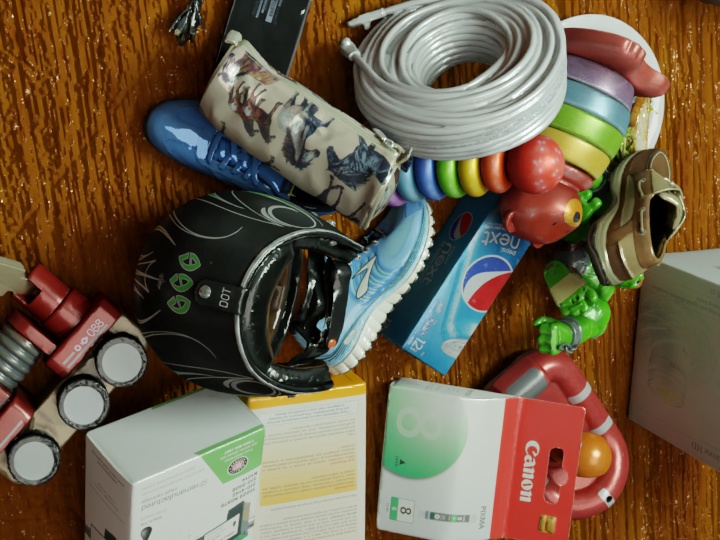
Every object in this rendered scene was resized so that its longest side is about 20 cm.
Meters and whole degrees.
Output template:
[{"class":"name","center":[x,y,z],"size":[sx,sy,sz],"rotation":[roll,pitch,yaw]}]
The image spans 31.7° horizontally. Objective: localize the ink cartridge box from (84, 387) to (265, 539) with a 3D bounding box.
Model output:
[{"class":"ink cartridge box","center":[-0.174,0.222,1.175],"size":[0.146,0.084,0.201],"rotation":[-20,132,-35]}]

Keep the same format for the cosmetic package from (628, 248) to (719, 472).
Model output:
[{"class":"cosmetic package","center":[0.402,0.097,1.380],"size":[0.122,0.199,0.201],"rotation":[-5,106,-23]}]

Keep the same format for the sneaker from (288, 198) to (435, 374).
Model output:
[{"class":"sneaker","center":[0.000,0.000,1.248],"size":[0.090,0.078,0.200],"rotation":[33,83,-15]}]

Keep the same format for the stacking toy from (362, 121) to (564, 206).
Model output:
[{"class":"stacking toy","center":[0.095,-0.099,1.191],"size":[0.085,0.199,0.086],"rotation":[3,90,-65]}]

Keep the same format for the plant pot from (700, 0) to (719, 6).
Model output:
[{"class":"plant pot","center":[0.414,-0.372,1.273],"size":[0.200,0.200,0.199],"rotation":[-10,115,-21]}]

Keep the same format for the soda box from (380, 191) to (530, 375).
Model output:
[{"class":"soda box","center":[0.104,0.001,1.297],"size":[0.064,0.068,0.200],"rotation":[33,89,-27]}]

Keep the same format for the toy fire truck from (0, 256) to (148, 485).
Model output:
[{"class":"toy fire truck","center":[-0.308,0.069,1.116],"size":[0.200,0.129,0.176],"rotation":[43,85,-15]}]

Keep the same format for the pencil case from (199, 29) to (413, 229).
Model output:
[{"class":"pencil case","center":[-0.052,-0.126,1.126],"size":[0.200,0.078,0.090],"rotation":[35,113,1]}]

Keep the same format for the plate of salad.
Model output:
[{"class":"plate of salad","center":[0.239,-0.164,1.324],"size":[0.199,0.048,0.201],"rotation":[-7,107,-22]}]

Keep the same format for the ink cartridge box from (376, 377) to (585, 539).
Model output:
[{"class":"ink cartridge box","center":[0.121,0.205,1.312],"size":[0.199,0.050,0.162],"rotation":[9,103,16]}]

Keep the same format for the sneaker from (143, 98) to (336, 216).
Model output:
[{"class":"sneaker","center":[-0.101,-0.104,1.175],"size":[0.200,0.078,0.066],"rotation":[23,96,-26]}]

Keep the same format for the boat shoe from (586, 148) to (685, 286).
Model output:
[{"class":"boat shoe","center":[0.287,-0.055,1.258],"size":[0.076,0.074,0.200],"rotation":[59,39,-25]}]

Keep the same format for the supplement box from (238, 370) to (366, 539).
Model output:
[{"class":"supplement box","center":[-0.064,0.202,1.274],"size":[0.126,0.073,0.201],"rotation":[-5,106,-23]}]

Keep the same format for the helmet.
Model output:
[{"class":"helmet","center":[-0.106,0.020,1.137],"size":[0.200,0.190,0.201],"rotation":[-12,107,-41]}]

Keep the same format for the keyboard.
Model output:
[{"class":"keyboard","center":[-0.104,-0.254,1.165],"size":[0.127,0.021,0.201],"rotation":[14,97,-32]}]

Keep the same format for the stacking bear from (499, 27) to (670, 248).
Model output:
[{"class":"stacking bear","center":[0.198,-0.120,1.225],"size":[0.121,0.113,0.201],"rotation":[27,86,-55]}]

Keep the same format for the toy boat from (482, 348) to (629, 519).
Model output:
[{"class":"toy boat","center":[0.222,0.187,1.364],"size":[0.130,0.131,0.200],"rotation":[-41,116,-8]}]

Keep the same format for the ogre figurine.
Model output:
[{"class":"ogre figurine","center":[0.233,-0.009,1.318],"size":[0.120,0.098,0.201],"rotation":[21,59,-57]}]

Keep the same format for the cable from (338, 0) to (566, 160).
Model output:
[{"class":"cable","center":[0.092,-0.182,1.170],"size":[0.199,0.200,0.069],"rotation":[-18,137,0]}]
